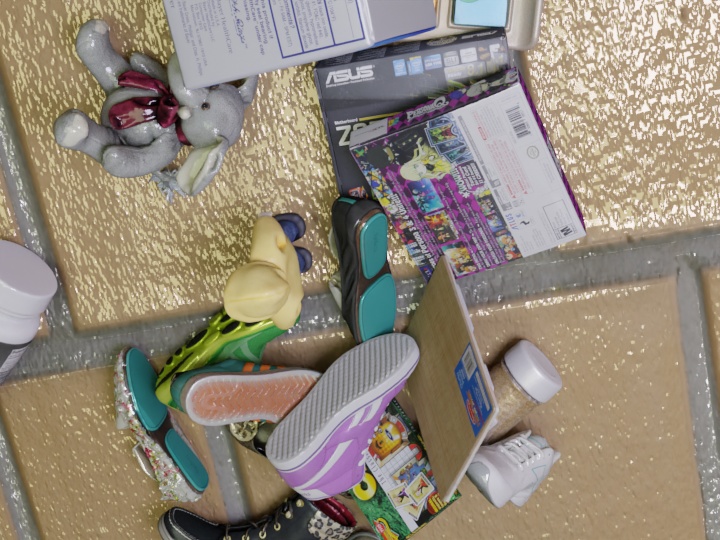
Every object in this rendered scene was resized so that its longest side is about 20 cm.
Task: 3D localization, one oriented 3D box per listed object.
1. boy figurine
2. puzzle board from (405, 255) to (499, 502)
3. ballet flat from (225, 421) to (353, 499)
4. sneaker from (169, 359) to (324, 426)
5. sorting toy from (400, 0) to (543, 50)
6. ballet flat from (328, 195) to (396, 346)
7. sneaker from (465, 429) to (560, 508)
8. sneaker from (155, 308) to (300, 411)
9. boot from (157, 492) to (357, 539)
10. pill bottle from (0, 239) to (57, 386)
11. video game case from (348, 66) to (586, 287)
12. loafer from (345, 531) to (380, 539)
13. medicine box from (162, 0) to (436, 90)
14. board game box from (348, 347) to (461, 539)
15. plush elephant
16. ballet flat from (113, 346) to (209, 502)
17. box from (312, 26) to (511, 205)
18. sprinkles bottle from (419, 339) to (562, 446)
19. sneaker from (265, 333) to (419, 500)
[{"bbox_3d":[-0.090,0.007,1.123,0.063,0.200,0.126,-8,109,10],"label":"boy figurine"},{"bbox_3d":[0.089,0.109,1.117,0.017,0.202,0.152,3,135,-20],"label":"puzzle board"},{"bbox_3d":[-0.069,0.209,1.261,0.198,0.046,0.068,30,108,-2],"label":"ballet flat"},{"bbox_3d":[-0.112,0.129,1.181,0.198,0.080,0.072,9,98,-33],"label":"sneaker"},{"bbox_3d":[0.087,-0.318,1.083,0.197,0.037,0.188,6,108,7],"label":"sorting toy"},{"bbox_3d":[0.000,0.000,1.171,0.068,0.068,0.202,31,139,33],"label":"ballet flat"},{"bbox_3d":[0.159,0.203,1.163,0.080,0.200,0.071,-45,69,9],"label":"sneaker"},{"bbox_3d":[-0.141,0.094,1.233,0.199,0.074,0.084,-36,120,17],"label":"sneaker"},{"bbox_3d":[-0.119,0.300,1.279,0.203,0.074,0.154,35,107,-16],"label":"boot"},{"bbox_3d":[-0.436,0.071,1.236,0.113,0.114,0.201,37,108,-4],"label":"pill bottle"},{"bbox_3d":[0.110,-0.086,1.096,0.179,0.036,0.201,-19,127,19],"label":"video game case"},{"bbox_3d":[-0.017,0.404,1.300,0.074,0.070,0.202,22,109,1],"label":"loafer"},{"bbox_3d":[-0.053,-0.249,1.025,0.197,0.182,0.104,-7,104,25],"label":"medicine box"},{"bbox_3d":[0.015,0.197,1.214,0.105,0.023,0.201,-43,70,20],"label":"board game box"},{"bbox_3d":[-0.190,-0.161,1.111,0.153,0.166,0.200,-19,133,27],"label":"plush elephant"},{"bbox_3d":[-0.247,0.187,1.268,0.063,0.076,0.202,-22,101,22],"label":"ballet flat"},{"bbox_3d":[0.064,-0.152,1.121,0.197,0.049,0.163,-7,114,10],"label":"box"},{"bbox_3d":[0.130,0.165,1.208,0.068,0.068,0.200,44,108,-6],"label":"sprinkles bottle"},{"bbox_3d":[-0.004,0.162,1.179,0.200,0.073,0.115,-40,130,-9],"label":"sneaker"}]
